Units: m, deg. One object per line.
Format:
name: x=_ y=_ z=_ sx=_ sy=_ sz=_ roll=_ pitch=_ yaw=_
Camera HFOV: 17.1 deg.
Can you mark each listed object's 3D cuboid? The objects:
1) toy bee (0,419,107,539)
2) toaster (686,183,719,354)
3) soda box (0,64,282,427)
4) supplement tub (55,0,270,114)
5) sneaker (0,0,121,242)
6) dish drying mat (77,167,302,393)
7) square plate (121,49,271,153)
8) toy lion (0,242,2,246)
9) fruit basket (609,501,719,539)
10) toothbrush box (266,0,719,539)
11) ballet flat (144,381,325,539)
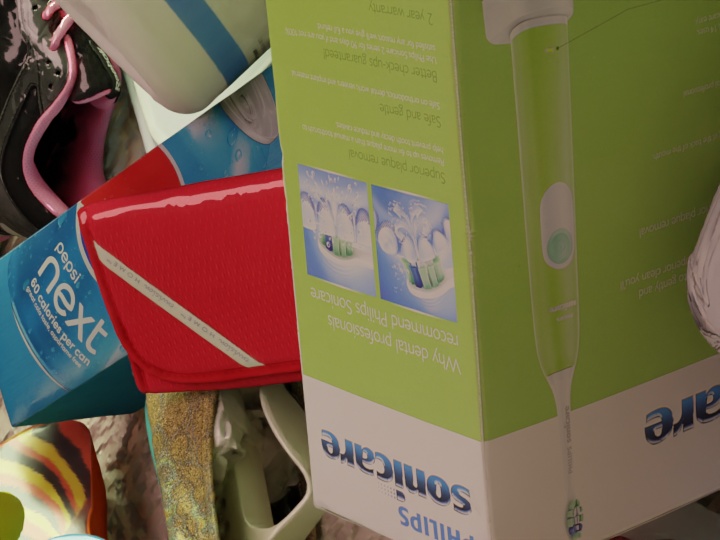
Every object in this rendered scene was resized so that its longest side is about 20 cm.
toy bee: x=-0.130 y=0.140 z=0.877 sx=0.200 sy=0.108 sz=0.132 roll=-122 pitch=20 yaw=-65
toaster: x=0.175 y=0.011 z=0.581 sx=0.200 sy=0.129 sz=0.114 roll=35 pitch=103 yaw=49
soda box: x=-0.056 y=-0.010 z=0.887 sx=0.199 sy=0.068 sz=0.065 roll=-32 pitch=72 yaw=37
supplement tub: x=-0.034 y=-0.165 z=0.837 sx=0.200 sy=0.132 sz=0.132 roll=-45 pitch=42 yaw=-3
sneaker: x=-0.131 y=-0.103 z=1.000 sx=0.095 sy=0.079 sz=0.202 roll=17 pitch=111 yaw=43
dish drying mat: x=0.000 y=0.000 z=0.794 sx=0.199 sy=0.018 sz=0.077 roll=-7 pitch=109 yaw=28
square plate: x=-0.041 y=-0.136 z=0.961 sx=0.200 sy=0.028 sz=0.199 roll=-45 pitch=46 yaw=29
toy lion: x=-0.240 y=-0.009 z=1.121 sx=0.191 sy=0.068 sz=0.201 roll=24 pitch=94 yaw=42
fruit basket: x=0.049 y=0.132 z=0.705 sx=0.185 sy=0.093 sz=0.201 roll=28 pitch=90 yaw=55
toothbrush box: x=0.058 y=-0.037 z=0.661 sx=0.086 sy=0.145 sz=0.202 roll=15 pitch=117 yaw=50
ballet flat: x=-0.032 y=0.106 z=0.831 sx=0.071 sy=0.070 sz=0.201 roll=-38 pitch=48 yaw=33
